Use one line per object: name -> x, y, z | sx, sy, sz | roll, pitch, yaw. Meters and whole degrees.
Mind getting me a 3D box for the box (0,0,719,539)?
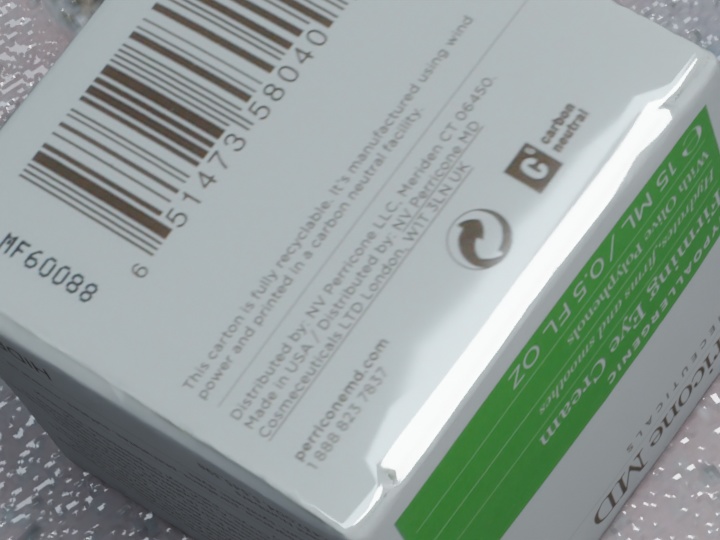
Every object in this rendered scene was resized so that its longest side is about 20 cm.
box -> 0.000, 0.000, 1.008 | 0.200, 0.171, 0.199 | 31, 75, 26
